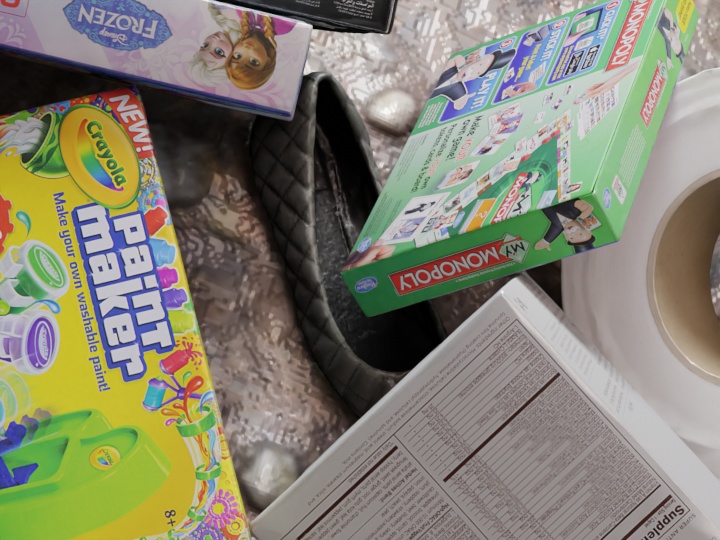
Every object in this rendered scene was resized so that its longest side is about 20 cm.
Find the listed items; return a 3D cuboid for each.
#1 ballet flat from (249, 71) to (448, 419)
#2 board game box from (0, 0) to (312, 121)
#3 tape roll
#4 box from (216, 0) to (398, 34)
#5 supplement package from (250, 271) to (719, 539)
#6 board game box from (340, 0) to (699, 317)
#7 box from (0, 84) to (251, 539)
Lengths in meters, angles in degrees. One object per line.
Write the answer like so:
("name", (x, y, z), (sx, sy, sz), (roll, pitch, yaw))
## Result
("ballet flat", (0.000, 0.000, 1.258), (0.066, 0.057, 0.201), (-18, 75, -31))
("board game box", (-0.121, -0.107, 1.157), (0.198, 0.200, 0.041), (14, 92, -1))
("tape roll", (0.198, 0.003, 1.255), (0.071, 0.202, 0.204), (1, 62, -57))
("box", (-0.099, -0.152, 1.221), (0.199, 0.160, 0.050), (11, 91, -22))
("supplement package", (0.081, 0.124, 1.132), (0.147, 0.191, 0.200), (-43, 87, 6))
("board game box", (0.079, -0.062, 1.244), (0.029, 0.134, 0.200), (59, 32, -23))
("box", (-0.158, 0.055, 1.094), (0.191, 0.122, 0.201), (-14, 72, -6))
